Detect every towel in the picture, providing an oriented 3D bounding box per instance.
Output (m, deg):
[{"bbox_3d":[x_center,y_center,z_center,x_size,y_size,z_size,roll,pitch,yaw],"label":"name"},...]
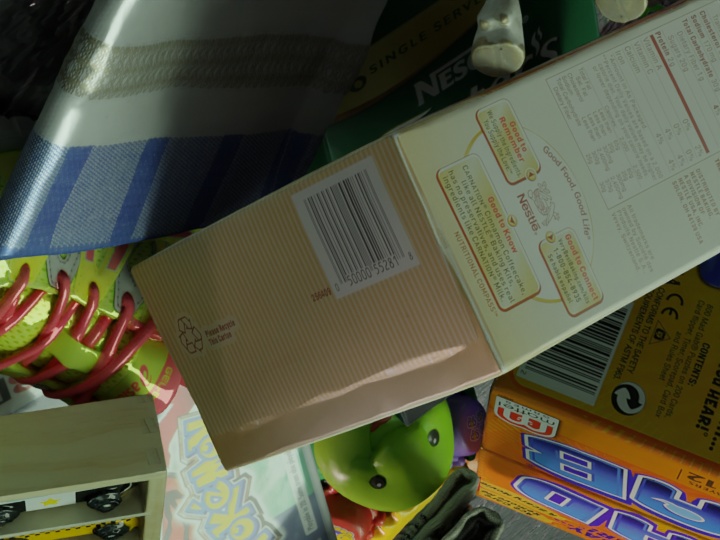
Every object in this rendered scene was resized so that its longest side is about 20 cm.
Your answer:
[{"bbox_3d":[-0.015,0.164,1.062,0.192,0.035,0.200,-44,177,-5],"label":"towel"},{"bbox_3d":[-0.023,-0.090,0.715,0.147,0.024,0.201,-12,137,-59],"label":"towel"}]

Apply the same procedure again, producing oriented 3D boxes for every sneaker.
[{"bbox_3d":[-0.094,0.007,0.770,0.078,0.091,0.200,-45,163,23],"label":"sneaker"}]

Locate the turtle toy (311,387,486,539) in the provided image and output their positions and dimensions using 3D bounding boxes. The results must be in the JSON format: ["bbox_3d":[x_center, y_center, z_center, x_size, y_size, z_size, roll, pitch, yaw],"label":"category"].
[{"bbox_3d":[0.006,0.085,1.209,0.145,0.101,0.200,-38,165,-6],"label":"turtle toy"}]

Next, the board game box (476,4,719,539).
[{"bbox_3d":[0.183,0.030,1.153,0.200,0.198,0.201,88,24,-71],"label":"board game box"}]

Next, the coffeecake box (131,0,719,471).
[{"bbox_3d":[0.055,-0.022,0.750,0.199,0.074,0.153,-26,-179,-36],"label":"coffeecake box"}]

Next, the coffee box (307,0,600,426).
[{"bbox_3d":[0.035,-0.042,0.896,0.123,0.044,0.201,-34,142,-16],"label":"coffee box"}]

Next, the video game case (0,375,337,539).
[{"bbox_3d":[-0.100,0.093,0.924,0.181,0.023,0.201,-31,131,-20],"label":"video game case"}]

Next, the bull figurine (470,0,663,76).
[{"bbox_3d":[0.057,-0.131,0.662,0.065,0.122,0.201,-2,138,10],"label":"bull figurine"}]

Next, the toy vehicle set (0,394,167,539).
[{"bbox_3d":[-0.164,0.088,0.790,0.198,0.027,0.124,-8,158,-9],"label":"toy vehicle set"}]
